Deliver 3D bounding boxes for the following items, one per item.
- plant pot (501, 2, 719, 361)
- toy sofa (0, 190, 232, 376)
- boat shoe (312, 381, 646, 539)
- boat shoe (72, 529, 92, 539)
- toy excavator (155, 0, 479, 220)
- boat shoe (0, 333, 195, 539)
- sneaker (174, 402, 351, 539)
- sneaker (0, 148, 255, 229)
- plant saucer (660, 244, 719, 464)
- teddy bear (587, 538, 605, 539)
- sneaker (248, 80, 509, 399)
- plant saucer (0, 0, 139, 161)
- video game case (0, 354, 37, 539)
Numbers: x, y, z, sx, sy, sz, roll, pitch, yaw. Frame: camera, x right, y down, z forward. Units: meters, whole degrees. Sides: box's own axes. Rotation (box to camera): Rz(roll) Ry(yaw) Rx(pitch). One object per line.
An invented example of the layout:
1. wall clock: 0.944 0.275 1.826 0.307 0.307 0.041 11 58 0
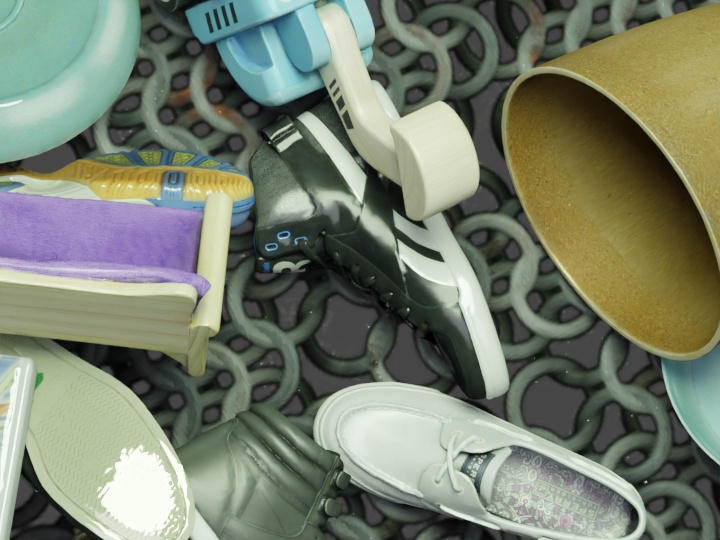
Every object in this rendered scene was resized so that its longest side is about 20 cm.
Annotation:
1. plant pot: 0.214 -0.080 1.365 0.200 0.186 0.186 -33 88 -22
2. toy sofa: -0.170 -0.010 1.266 0.200 0.098 0.083 6 61 -2
3. boat shoe: 0.070 0.117 1.370 0.200 0.069 0.072 26 83 -1
4. boat shoe: -0.163 0.203 1.339 0.073 0.063 0.201 44 79 1
5. toy excavator: -0.018 -0.123 1.336 0.100 0.194 0.200 -27 99 -24
6. boat shoe: -0.162 0.088 1.307 0.200 0.068 0.072 41 71 19
7. sneaker: -0.028 0.161 1.346 0.099 0.071 0.200 -40 103 -14
8. sneaker: -0.157 -0.017 1.367 0.200 0.075 0.088 -5 106 5
9. plant saucer: 0.275 0.051 1.383 0.200 0.027 0.200 -4 59 7
10. teddy bear: 0.091 0.236 1.352 0.145 0.067 0.200 33 97 -27
11. sneaker: 0.000 0.000 1.381 0.112 0.073 0.200 -24 78 -4
12. plant saucer: -0.224 -0.153 1.357 0.200 0.027 0.200 5 62 -9
13. video game case: -0.274 0.132 1.248 0.182 0.022 0.200 6 71 3
